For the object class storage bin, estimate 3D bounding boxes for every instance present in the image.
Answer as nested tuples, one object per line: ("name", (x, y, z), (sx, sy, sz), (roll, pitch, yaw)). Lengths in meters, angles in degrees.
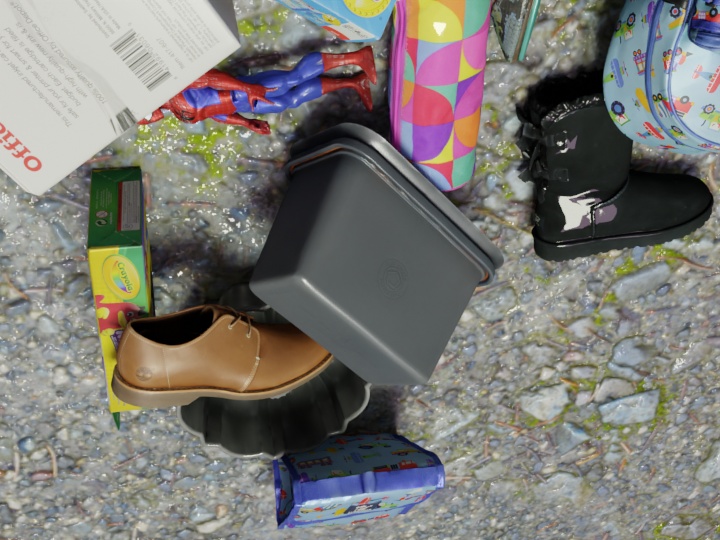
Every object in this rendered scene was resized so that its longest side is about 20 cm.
("storage bin", (0.000, 0.000, 0.759), (0.199, 0.136, 0.144), (41, 152, -27))

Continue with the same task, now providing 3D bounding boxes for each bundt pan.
("bundt pan", (-0.088, 0.087, 0.873), (0.198, 0.076, 0.205), (-7, 129, -9))

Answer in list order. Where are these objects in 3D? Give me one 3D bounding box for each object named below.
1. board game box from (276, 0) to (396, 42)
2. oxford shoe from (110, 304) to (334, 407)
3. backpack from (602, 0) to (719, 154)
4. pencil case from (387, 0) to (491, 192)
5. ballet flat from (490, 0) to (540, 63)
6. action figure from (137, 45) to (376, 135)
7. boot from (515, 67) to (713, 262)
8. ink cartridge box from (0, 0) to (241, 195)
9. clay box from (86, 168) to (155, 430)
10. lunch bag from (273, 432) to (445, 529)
("board game box", (-0.038, -0.282, 0.566), (0.193, 0.056, 0.203), (22, 92, -27))
("oxford shoe", (-0.103, 0.061, 0.740), (0.197, 0.071, 0.072), (-5, 123, -33))
("backpack", (0.292, -0.183, 0.701), (0.179, 0.135, 0.203), (10, 109, -21))
("pencil case", (0.057, -0.162, 0.715), (0.087, 0.089, 0.203), (-9, 129, -7))
("ballet flat", (0.124, -0.261, 0.679), (0.073, 0.075, 0.203), (5, 123, -17))
("action figure", (-0.086, -0.139, 0.714), (0.196, 0.053, 0.066), (-7, 164, -7))
("boot", (0.236, -0.103, 0.818), (0.194, 0.074, 0.165), (-13, 123, -6))
("ink cartridge box", (-0.207, -0.174, 0.640), (0.198, 0.085, 0.146), (-32, 127, 11))
("clay box", (-0.202, 0.029, 0.776), (0.047, 0.116, 0.203), (-5, 128, -11))
("lunch bag", (-0.006, 0.212, 0.915), (0.147, 0.096, 0.200), (-3, 167, -12))
